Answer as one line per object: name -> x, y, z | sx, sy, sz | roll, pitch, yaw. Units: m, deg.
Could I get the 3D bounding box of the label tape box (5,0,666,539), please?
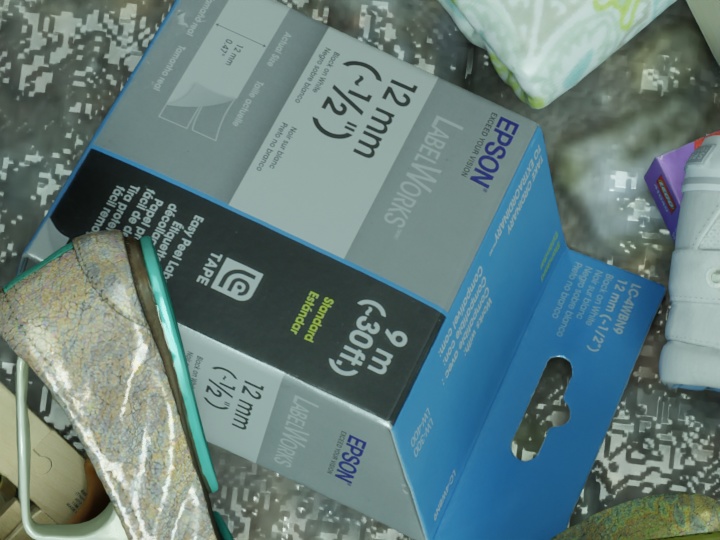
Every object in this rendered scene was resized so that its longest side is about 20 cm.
label tape box -> 0.000, 0.000, 1.005 | 0.199, 0.066, 0.144 | 24, 54, 5

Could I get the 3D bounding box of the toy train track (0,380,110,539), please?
toy train track -> -0.129, 0.106, 1.025 | 0.200, 0.033, 0.115 | -45, 115, -1

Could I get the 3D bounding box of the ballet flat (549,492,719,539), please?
ballet flat -> 0.044, 0.141, 0.958 | 0.200, 0.071, 0.071 | -35, 80, 30

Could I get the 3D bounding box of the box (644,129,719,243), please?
box -> 0.204, 0.024, 1.043 | 0.136, 0.039, 0.201 | -24, 81, -5

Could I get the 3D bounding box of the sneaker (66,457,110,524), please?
sneaker -> -0.132, 0.143, 0.984 | 0.200, 0.073, 0.085 | -47, 112, -11

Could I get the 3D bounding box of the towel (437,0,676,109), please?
towel -> 0.064, -0.185, 1.077 | 0.171, 0.048, 0.200 | -40, 83, -4

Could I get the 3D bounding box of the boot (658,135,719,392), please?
boot -> 0.201, 0.020, 0.995 | 0.199, 0.074, 0.096 | 11, 86, 10

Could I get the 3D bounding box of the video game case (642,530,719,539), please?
video game case -> 0.158, 0.176, 0.913 | 0.180, 0.025, 0.201 | -4, 88, -20

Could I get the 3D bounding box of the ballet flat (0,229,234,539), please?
ballet flat -> -0.069, 0.085, 0.938 | 0.067, 0.068, 0.201 | -19, 101, -4

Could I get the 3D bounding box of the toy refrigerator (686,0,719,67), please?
toy refrigerator -> 0.207, -0.147, 1.038 | 0.200, 0.070, 0.076 | -37, 120, -11
